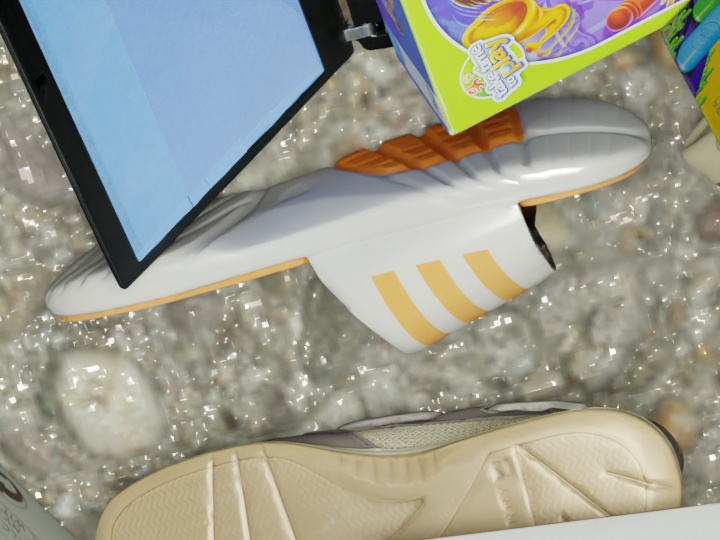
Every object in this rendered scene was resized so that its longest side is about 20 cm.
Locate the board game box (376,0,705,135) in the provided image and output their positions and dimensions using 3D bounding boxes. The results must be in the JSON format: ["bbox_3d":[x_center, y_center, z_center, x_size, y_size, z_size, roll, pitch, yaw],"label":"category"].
[{"bbox_3d":[0.050,-0.147,0.809,0.134,0.045,0.200,-28,135,-4],"label":"board game box"}]

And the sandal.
[{"bbox_3d":[0.001,-0.003,0.945,0.206,0.079,0.059,-15,106,17],"label":"sandal"}]

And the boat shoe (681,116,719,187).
[{"bbox_3d":[0.178,-0.096,0.908,0.062,0.071,0.200,32,110,-3],"label":"boat shoe"}]

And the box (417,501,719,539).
[{"bbox_3d":[0.073,0.180,0.937,0.124,0.098,0.200,-7,134,6],"label":"box"}]

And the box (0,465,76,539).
[{"bbox_3d":[-0.178,0.150,0.932,0.171,0.200,0.199,-42,100,12],"label":"box"}]

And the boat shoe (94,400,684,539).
[{"bbox_3d":[0.012,0.083,0.970,0.199,0.065,0.072,-13,88,15],"label":"boat shoe"}]

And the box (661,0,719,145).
[{"bbox_3d":[0.203,-0.058,0.771,0.122,0.200,0.193,41,104,-20],"label":"box"}]

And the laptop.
[{"bbox_3d":[0.001,-0.103,0.860,0.199,0.104,0.178,-8,136,13],"label":"laptop"}]
